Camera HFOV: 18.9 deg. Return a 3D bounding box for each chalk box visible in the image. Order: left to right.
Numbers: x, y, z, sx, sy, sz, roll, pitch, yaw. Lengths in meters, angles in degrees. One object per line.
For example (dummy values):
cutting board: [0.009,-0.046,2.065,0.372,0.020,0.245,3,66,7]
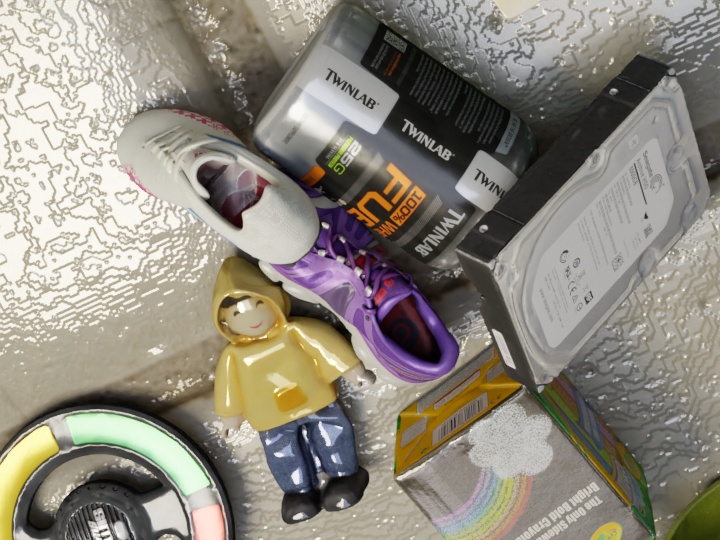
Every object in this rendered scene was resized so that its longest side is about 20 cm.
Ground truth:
chalk box: [0.132,0.166,1.576,0.124,0.124,0.200,-37,104,13]

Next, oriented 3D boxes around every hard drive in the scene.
hard drive: [0.156,-0.031,1.467,0.200,0.038,0.140,-46,138,-21]

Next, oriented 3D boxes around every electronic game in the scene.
electronic game: [-0.193,0.197,1.634,0.199,0.042,0.201,1,99,8]

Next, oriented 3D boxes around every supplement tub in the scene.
supplement tub: [0.035,-0.083,1.494,0.200,0.123,0.123,34,108,-8]

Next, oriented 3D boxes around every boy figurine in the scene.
boy figurine: [-0.052,0.081,1.588,0.124,0.064,0.200,-14,110,12]

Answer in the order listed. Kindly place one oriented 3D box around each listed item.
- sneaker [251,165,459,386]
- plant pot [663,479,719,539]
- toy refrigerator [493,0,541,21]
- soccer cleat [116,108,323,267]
sneaker: [0.000,0.000,1.536,0.200,0.083,0.081,43,73,-13]
plant pot: [0.339,0.268,1.574,0.200,0.201,0.193,-18,119,9]
toy refrigerator: [0.067,-0.270,1.452,0.070,0.076,0.200,-32,105,13]
soccer cleat: [-0.107,-0.072,1.482,0.070,0.200,0.086,-55,143,-6]
